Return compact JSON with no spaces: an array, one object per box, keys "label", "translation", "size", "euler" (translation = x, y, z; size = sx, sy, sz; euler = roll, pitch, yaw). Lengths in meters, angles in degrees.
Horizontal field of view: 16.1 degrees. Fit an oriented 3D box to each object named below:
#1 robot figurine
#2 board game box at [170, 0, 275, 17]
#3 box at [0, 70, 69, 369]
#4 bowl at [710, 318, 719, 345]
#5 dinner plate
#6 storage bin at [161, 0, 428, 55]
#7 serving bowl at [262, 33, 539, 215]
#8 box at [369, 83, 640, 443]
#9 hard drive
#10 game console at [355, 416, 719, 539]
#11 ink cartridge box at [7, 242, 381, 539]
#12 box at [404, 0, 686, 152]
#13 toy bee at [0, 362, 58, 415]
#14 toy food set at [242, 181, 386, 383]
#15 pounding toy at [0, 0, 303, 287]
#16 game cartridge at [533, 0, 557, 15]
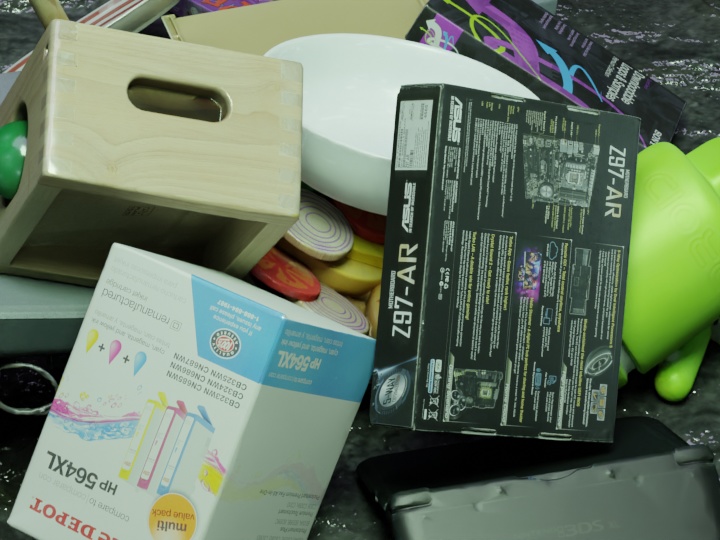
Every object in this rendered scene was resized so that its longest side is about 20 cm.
[{"label":"robot figurine","translation":[0.176,-0.002,1.629],"size":[0.200,0.176,0.116],"euler":[-36,20,2]},{"label":"board game box","translation":[-0.107,-0.238,2.040],"size":[0.199,0.032,0.120],"euler":[31,52,33]},{"label":"box","translation":[-0.171,-0.047,1.727],"size":[0.131,0.115,0.200],"euler":[-11,40,-12]},{"label":"bowl","translation":[0.312,-0.027,1.715],"size":[0.199,0.095,0.201],"euler":[-1,39,1]},{"label":"dinner plate","translation":[-0.193,-0.178,1.893],"size":[0.199,0.024,0.200],"euler":[-32,11,7]},{"label":"storage bin","translation":[-0.024,-0.112,1.826],"size":[0.199,0.094,0.199],"euler":[-11,40,-14]},{"label":"serving bowl","translation":[0.024,-0.085,1.658],"size":[0.199,0.066,0.200],"euler":[10,28,-5]},{"label":"box","translation":[0.088,-0.002,1.509],"size":[0.159,0.202,0.043],"euler":[6,-2,-37]},{"label":"hard drive","translation":[-0.227,0.022,1.521],"size":[0.139,0.033,0.200],"euler":[15,7,30]},{"label":"game console","translation":[0.113,0.165,1.534],"size":[0.199,0.117,0.177],"euler":[-9,69,-9]},{"label":"ink cartridge box","translation":[-0.099,0.105,1.471],"size":[0.128,0.201,0.125],"euler":[22,2,28]},{"label":"box","translation":[0.136,-0.142,1.816],"size":[0.199,0.036,0.143],"euler":[34,25,-1]},{"label":"toy bee","translation":[-0.260,0.088,1.547],"size":[0.199,0.131,0.109],"euler":[-11,35,9]},{"label":"toy food set","translation":[0.000,0.000,1.657],"size":[0.197,0.049,0.201],"euler":[17,38,-27]},{"label":"pounding toy","translation":[-0.147,-0.089,1.521],"size":[0.199,0.184,0.143],"euler":[9,67,-20]},{"label":"game cartridge","translation":[0.048,-0.230,1.993],"size":[0.199,0.041,0.133],"euler":[30,34,30]}]
